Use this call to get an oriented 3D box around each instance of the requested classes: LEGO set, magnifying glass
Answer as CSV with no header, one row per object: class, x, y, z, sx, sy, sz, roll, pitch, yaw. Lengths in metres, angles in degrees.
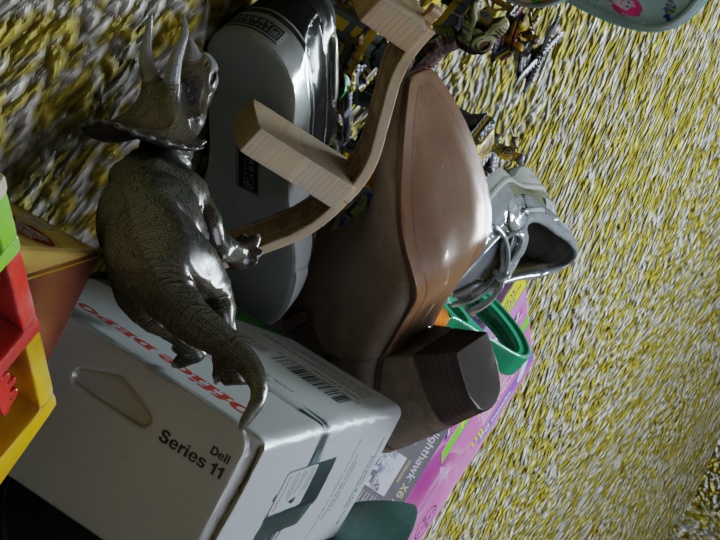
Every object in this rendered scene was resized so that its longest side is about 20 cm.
LEGO set,0.055,-0.120,1.216,0.200,0.115,0.154,-49,160,-37
magnifying glass,0.050,0.026,1.309,0.022,0.080,0.200,-45,162,16

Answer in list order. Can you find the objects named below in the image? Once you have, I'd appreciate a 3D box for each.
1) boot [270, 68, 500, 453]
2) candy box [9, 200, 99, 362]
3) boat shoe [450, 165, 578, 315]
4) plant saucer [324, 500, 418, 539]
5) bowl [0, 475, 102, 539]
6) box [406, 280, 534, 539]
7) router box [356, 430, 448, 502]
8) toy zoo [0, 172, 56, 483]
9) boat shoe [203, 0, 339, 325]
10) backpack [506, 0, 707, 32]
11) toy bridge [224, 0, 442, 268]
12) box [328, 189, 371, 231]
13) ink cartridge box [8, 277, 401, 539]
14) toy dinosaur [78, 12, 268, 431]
boot,0.000,0.000,1.170,0.070,0.146,0.202,-15,99,-43
candy box,-0.185,0.030,0.860,0.117,0.056,0.200,-64,165,9
boat shoe,0.083,-0.016,1.320,0.074,0.065,0.202,-47,172,16
plant saucer,-0.046,0.193,1.195,0.200,0.036,0.200,-50,-176,4
bowl,-0.119,0.169,1.043,0.039,0.201,0.200,-37,170,17
box,0.033,0.079,1.531,0.176,0.096,0.200,-56,163,-14
router box,-0.038,0.102,1.298,0.157,0.052,0.201,37,83,-40
toy zoo,-0.167,0.061,0.829,0.131,0.020,0.200,-52,162,-26
boat shoe,-0.041,-0.055,1.125,0.064,0.070,0.201,-45,156,-39
backpack,0.110,-0.213,1.080,0.151,0.199,0.178,-45,159,-43
toy bridge,-0.030,-0.055,1.051,0.200,0.067,0.027,-44,-146,22
box,-0.006,0.030,1.387,0.201,0.064,0.070,-61,164,-1
ink cartridge box,-0.085,0.071,1.071,0.083,0.146,0.200,-62,163,9
toy dinosaur,-0.084,-0.007,0.952,0.102,0.077,0.201,55,21,-40
